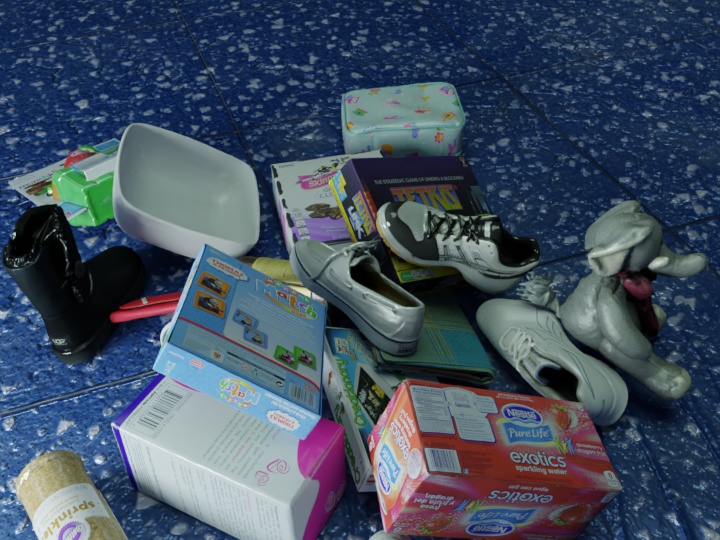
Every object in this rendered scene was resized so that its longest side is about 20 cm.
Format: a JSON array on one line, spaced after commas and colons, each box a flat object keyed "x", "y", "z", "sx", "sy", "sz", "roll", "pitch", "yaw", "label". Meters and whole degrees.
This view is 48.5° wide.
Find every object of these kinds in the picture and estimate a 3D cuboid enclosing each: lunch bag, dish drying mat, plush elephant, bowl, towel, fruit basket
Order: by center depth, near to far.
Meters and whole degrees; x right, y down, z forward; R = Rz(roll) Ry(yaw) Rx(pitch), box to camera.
[{"x": 0.292, "y": 0.007, "z": 0.863, "sx": 0.199, "sy": 0.155, "sz": 0.165, "roll": 29, "pitch": 28, "yaw": 1, "label": "plush elephant"}, {"x": 0.063, "y": 0.057, "z": 0.929, "sx": 0.146, "sy": 0.022, "sz": 0.200, "roll": 10, "pitch": 29, "yaw": -20, "label": "towel"}, {"x": -0.200, "y": 0.033, "z": 0.943, "sx": 0.199, "sy": 0.018, "sz": 0.077, "roll": -10, "pitch": 7, "yaw": 28, "label": "dish drying mat"}, {"x": -0.241, "y": -0.094, "z": 1.078, "sx": 0.199, "sy": 0.075, "sz": 0.200, "roll": 20, "pitch": 36, "yaw": -26, "label": "bowl"}, {"x": -0.399, "y": -0.145, "z": 1.177, "sx": 0.185, "sy": 0.094, "sz": 0.200, "roll": -31, "pitch": 45, "yaw": -30, "label": "fruit basket"}, {"x": 0.069, "y": -0.235, "z": 1.276, "sx": 0.198, "sy": 0.077, "sz": 0.161, "roll": -4, "pitch": 39, "yaw": -3, "label": "lunch bag"}]

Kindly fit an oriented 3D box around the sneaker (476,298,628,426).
[{"x": 0.196, "y": 0.089, "z": 0.866, "sx": 0.087, "sy": 0.075, "sz": 0.200, "roll": 12, "pitch": 20, "yaw": -46, "label": "sneaker"}]

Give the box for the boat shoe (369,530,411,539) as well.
[{"x": 0.027, "y": 0.287, "z": 0.640, "sx": 0.074, "sy": 0.087, "sz": 0.203, "roll": 0, "pitch": 40, "yaw": 3, "label": "boat shoe"}]

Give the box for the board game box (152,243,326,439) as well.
[{"x": -0.107, "y": 0.061, "z": 0.777, "sx": 0.151, "sy": 0.037, "sz": 0.200, "roll": 28, "pitch": 24, "yaw": -14, "label": "board game box"}]

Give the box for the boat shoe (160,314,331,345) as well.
[{"x": -0.128, "y": 0.082, "z": 0.910, "sx": 0.198, "sy": 0.076, "sz": 0.060, "roll": -8, "pitch": 35, "yaw": -6, "label": "boat shoe"}]

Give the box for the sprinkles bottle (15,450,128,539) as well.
[{"x": -0.246, "y": 0.250, "z": 0.720, "sx": 0.068, "sy": 0.069, "sz": 0.200, "roll": -27, "pitch": 46, "yaw": -27, "label": "sprinkles bottle"}]

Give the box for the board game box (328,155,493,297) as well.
[{"x": 0.079, "y": -0.057, "z": 0.979, "sx": 0.199, "sy": 0.057, "sz": 0.166, "roll": -9, "pitch": 70, "yaw": -39, "label": "board game box"}]

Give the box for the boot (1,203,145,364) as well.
[{"x": -0.335, "y": -0.013, "z": 0.955, "sx": 0.076, "sy": 0.169, "sz": 0.201, "roll": 1, "pitch": 39, "yaw": 13, "label": "boot"}]

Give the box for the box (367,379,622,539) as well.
[{"x": 0.117, "y": 0.175, "z": 0.720, "sx": 0.199, "sy": 0.096, "sz": 0.100, "roll": 10, "pitch": 40, "yaw": -21, "label": "box"}]

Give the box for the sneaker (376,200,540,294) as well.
[{"x": 0.115, "y": -0.042, "z": 0.897, "sx": 0.199, "sy": 0.088, "sz": 0.076, "roll": 19, "pitch": 58, "yaw": -26, "label": "sneaker"}]

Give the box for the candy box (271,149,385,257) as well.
[{"x": -0.024, "y": -0.076, "z": 1.093, "sx": 0.167, "sy": 0.072, "sz": 0.201, "roll": -10, "pitch": 42, "yaw": -11, "label": "candy box"}]

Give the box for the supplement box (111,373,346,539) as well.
[{"x": -0.122, "y": 0.181, "z": 0.771, "sx": 0.199, "sy": 0.104, "sz": 0.101, "roll": 17, "pitch": 43, "yaw": 23, "label": "supplement box"}]

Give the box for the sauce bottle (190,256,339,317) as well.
[{"x": -0.118, "y": 0.014, "z": 0.993, "sx": 0.199, "sy": 0.065, "sz": 0.065, "roll": 9, "pitch": 41, "yaw": 22, "label": "sauce bottle"}]

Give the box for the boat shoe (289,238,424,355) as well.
[{"x": -0.003, "y": 0.001, "z": 0.871, "sx": 0.074, "sy": 0.087, "sz": 0.202, "roll": -9, "pitch": 38, "yaw": -39, "label": "boat shoe"}]

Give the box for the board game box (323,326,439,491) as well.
[{"x": 0.031, "y": 0.140, "z": 0.834, "sx": 0.125, "sy": 0.035, "sz": 0.201, "roll": 7, "pitch": 35, "yaw": -24, "label": "board game box"}]
